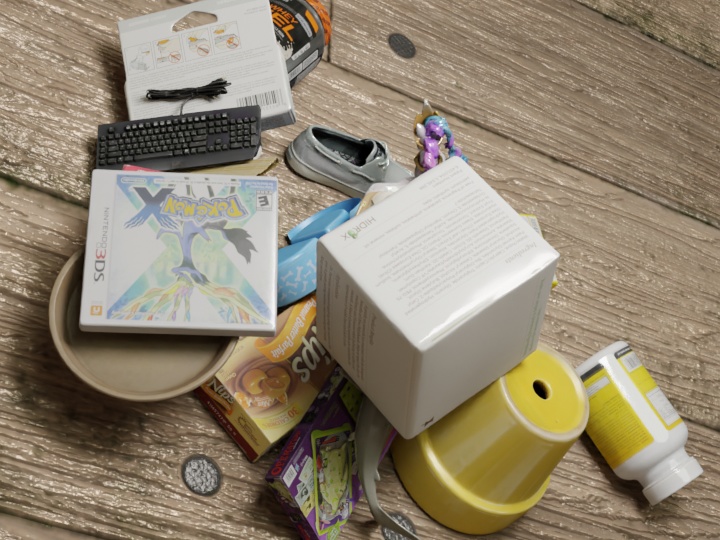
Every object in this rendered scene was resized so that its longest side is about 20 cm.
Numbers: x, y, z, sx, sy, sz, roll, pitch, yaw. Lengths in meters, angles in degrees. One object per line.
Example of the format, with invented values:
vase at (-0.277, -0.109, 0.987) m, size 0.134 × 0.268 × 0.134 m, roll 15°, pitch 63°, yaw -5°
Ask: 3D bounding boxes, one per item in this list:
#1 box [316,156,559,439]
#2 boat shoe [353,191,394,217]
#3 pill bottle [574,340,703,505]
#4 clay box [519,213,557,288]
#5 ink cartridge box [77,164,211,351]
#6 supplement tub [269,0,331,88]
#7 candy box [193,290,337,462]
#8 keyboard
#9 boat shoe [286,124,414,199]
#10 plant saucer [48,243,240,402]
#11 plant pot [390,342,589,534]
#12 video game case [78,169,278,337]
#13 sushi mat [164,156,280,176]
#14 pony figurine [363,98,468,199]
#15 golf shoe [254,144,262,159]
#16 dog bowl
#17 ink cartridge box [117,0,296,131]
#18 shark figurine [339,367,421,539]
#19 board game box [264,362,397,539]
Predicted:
box at (0.077, 0.030, 1.487) m, size 0.200 × 0.199 × 0.171 m, roll -31°, pitch 62°, yaw -21°
boat shoe at (0.000, 0.000, 1.628) m, size 0.074 × 0.069 × 0.201 m, roll 30°, pitch 83°, yaw -46°
pill bottle at (0.356, 0.201, 1.814) m, size 0.112 × 0.112 × 0.200 m, roll -21°, pitch 73°, yaw -43°
clay box at (0.166, -0.026, 1.894) m, size 0.199 × 0.048 × 0.115 m, roll 5°, pitch 55°, yaw -31°
ink cartridge box at (-0.214, 0.000, 1.525) m, size 0.145 × 0.083 × 0.201 m, roll 12°, pitch 62°, yaw 0°
supplement tub at (-0.127, -0.289, 1.829) m, size 0.122 × 0.123 × 0.200 m, roll 42°, pitch 44°, yaw -1°
candy box at (-0.087, 0.119, 1.602) m, size 0.116 × 0.055 × 0.200 m, roll 50°, pitch 44°, yaw 6°
keyboard at (-0.215, -0.175, 1.645) m, size 0.199 × 0.021 × 0.128 m, roll -6°, pitch 58°, yaw 6°
boat shoe at (0.002, -0.141, 1.845) m, size 0.200 × 0.072 × 0.070 m, roll 16°, pitch 50°, yaw -27°
plant saucer at (-0.221, 0.046, 1.437) m, size 0.199 × 0.029 × 0.201 m, roll 3°, pitch 64°, yaw -6°
plant pot at (0.165, 0.183, 1.639) m, size 0.200 × 0.189 × 0.201 m, roll 19°, pitch 49°, yaw -23°
video game case at (-0.186, -0.020, 1.447) m, size 0.199 × 0.022 × 0.183 m, roll 2°, pitch 63°, yaw -6°
sushi mat at (-0.201, -0.111, 1.615) m, size 0.096 × 0.199 × 0.012 m, roll -51°, pitch 137°, yaw -57°
pony figurine at (0.083, -0.089, 1.740) m, size 0.166 × 0.200 × 0.194 m, roll 0°, pitch 61°, yaw 2°
golf shoe at (-0.167, -0.083, 1.688) m, size 0.094 × 0.078 × 0.200 m, roll 42°, pitch 55°, yaw -6°
dog bowl at (-0.060, -0.020, 1.691) m, size 0.200 × 0.111 × 0.050 m, roll -43°, pitch 110°, yaw -46°
ink cartridge box at (-0.191, -0.243, 1.706) m, size 0.199 × 0.044 × 0.174 m, roll -13°, pitch 70°, yaw 4°
shark figurine at (0.035, 0.184, 1.550) m, size 0.128 × 0.089 × 0.215 m, roll 33°, pitch 58°, yaw -45°
board game box at (-0.027, 0.202, 1.555) m, size 0.120 × 0.032 × 0.200 m, roll 59°, pitch 43°, yaw -25°
